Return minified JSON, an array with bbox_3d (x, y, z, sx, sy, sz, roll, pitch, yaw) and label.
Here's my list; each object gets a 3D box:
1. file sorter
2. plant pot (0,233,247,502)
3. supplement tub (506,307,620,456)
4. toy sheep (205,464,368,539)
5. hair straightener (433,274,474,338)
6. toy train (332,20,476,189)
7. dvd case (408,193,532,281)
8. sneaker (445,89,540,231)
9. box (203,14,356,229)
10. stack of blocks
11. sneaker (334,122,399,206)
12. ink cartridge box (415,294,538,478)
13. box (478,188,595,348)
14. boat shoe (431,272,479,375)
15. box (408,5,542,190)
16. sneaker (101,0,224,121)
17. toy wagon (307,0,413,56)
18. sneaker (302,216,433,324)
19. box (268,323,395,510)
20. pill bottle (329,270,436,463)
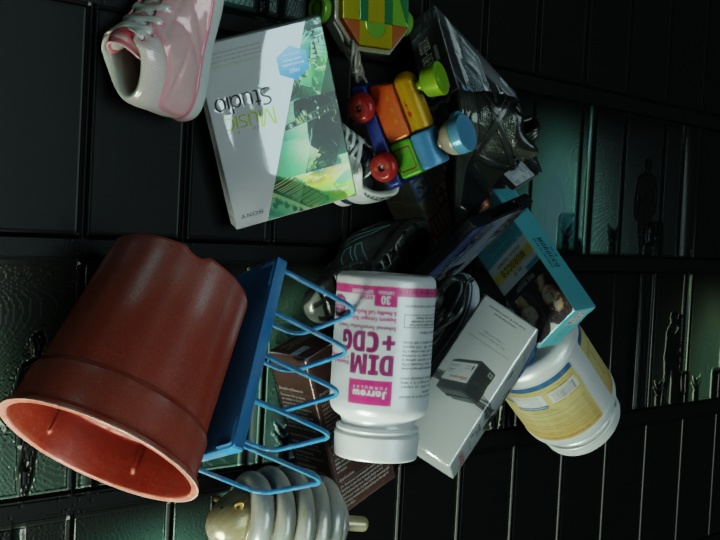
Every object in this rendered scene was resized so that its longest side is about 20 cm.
[{"bbox_3d":[-0.098,0.116,1.212,0.122,0.138,0.203,27,60,-30],"label":"file sorter"},{"bbox_3d":[-0.209,0.086,1.117,0.201,0.199,0.197,46,54,-38],"label":"plant pot"},{"bbox_3d":[0.269,0.152,1.636,0.201,0.143,0.146,52,59,-35],"label":"supplement tub"},{"bbox_3d":[-0.080,0.282,1.296,0.198,0.137,0.140,10,87,-33],"label":"toy sheep"},{"bbox_3d":[0.071,0.086,1.412,0.200,0.077,0.041,-46,137,5],"label":"hair straightener"},{"bbox_3d":[0.047,-0.205,1.314,0.084,0.114,0.203,-29,100,-59],"label":"toy train"},{"bbox_3d":[0.126,-0.030,1.427,0.018,0.143,0.199,49,28,10],"label":"dvd case"},{"bbox_3d":[0.158,-0.124,1.402,0.112,0.077,0.202,-1,127,-5],"label":"sneaker"},{"bbox_3d":[-0.092,-0.160,1.266,0.142,0.036,0.203,-16,108,-13],"label":"box"},{"bbox_3d":[0.079,-0.131,1.474,0.115,0.058,0.202,-47,124,-33],"label":"stack of blocks"},{"bbox_3d":[-0.034,-0.147,1.343,0.200,0.080,0.077,40,68,-39],"label":"sneaker"},{"bbox_3d":[0.135,0.149,1.467,0.201,0.083,0.145,-55,166,-9],"label":"ink cartridge box"},{"bbox_3d":[0.216,-0.005,1.533,0.049,0.082,0.201,-6,56,-44],"label":"box"},{"bbox_3d":[0.082,0.075,1.495,0.201,0.071,0.068,-55,130,-18],"label":"boat shoe"},{"bbox_3d":[0.144,-0.216,1.484,0.199,0.049,0.159,37,32,-41],"label":"box"},{"bbox_3d":[-0.198,-0.255,1.164,0.104,0.075,0.204,2,96,-51],"label":"sneaker"},{"bbox_3d":[0.005,-0.360,1.390,0.154,0.039,0.204,-3,96,-46],"label":"toy wagon"},{"bbox_3d":[0.000,0.000,1.396,0.199,0.079,0.076,-34,123,-32],"label":"sneaker"},{"bbox_3d":[-0.032,0.171,1.379,0.100,0.074,0.203,-26,114,-41],"label":"box"},{"bbox_3d":[0.023,0.104,1.298,0.112,0.112,0.204,2,92,-46],"label":"pill bottle"}]
